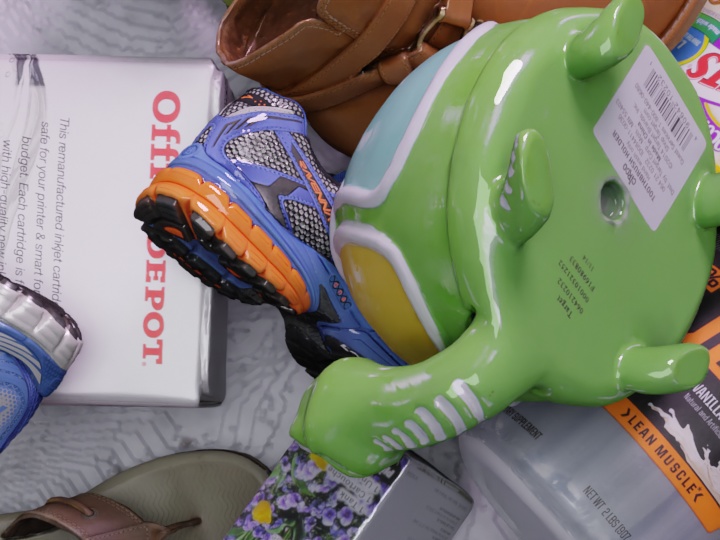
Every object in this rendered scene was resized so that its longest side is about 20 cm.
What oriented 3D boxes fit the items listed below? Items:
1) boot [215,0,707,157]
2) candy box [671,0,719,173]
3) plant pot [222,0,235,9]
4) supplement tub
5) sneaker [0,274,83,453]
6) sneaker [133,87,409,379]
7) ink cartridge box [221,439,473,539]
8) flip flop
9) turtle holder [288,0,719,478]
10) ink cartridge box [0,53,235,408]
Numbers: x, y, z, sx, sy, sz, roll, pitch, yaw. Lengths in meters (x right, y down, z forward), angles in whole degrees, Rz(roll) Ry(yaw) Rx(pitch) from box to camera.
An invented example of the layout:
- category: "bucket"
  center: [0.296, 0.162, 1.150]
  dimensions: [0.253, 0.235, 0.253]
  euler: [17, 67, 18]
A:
- category: "boot"
  center: [0.050, -0.120, 0.830]
  dimensions: [0.200, 0.154, 0.074]
  euler: [-49, 45, 17]
- category: "candy box"
  center: [0.167, -0.074, 0.838]
  dimensions: [0.102, 0.200, 0.026]
  euler: [-39, 127, -1]
- category: "plant pot"
  center: [-0.025, -0.209, 0.864]
  dimensions: [0.200, 0.200, 0.190]
  euler: [40, 100, 6]
- category: "supplement tub"
  center: [0.148, 0.047, 0.840]
  dimensions: [0.200, 0.123, 0.123]
  euler: [-41, 83, -9]
- category: "sneaker"
  center: [-0.213, 0.012, 0.807]
  dimensions: [0.199, 0.079, 0.090]
  euler: [28, 85, 6]
- category: "sneaker"
  center: [0.000, 0.000, 0.842]
  dimensions: [0.075, 0.200, 0.079]
  euler: [14, 68, 47]
- category: "ink cartridge box"
  center: [-0.040, 0.154, 0.848]
  dimensions: [0.050, 0.109, 0.200]
  euler: [35, 87, 23]
- category: "flip flop"
  center: [-0.129, 0.127, 0.884]
  dimensions: [0.199, 0.058, 0.082]
  euler: [-9, 84, 2]
- category: "turtle holder"
  center: [0.055, -0.004, 0.767]
  dimensions: [0.131, 0.141, 0.187]
  euler: [-4, 71, 46]
- category: "ink cartridge box"
  center: [-0.155, -0.016, 0.887]
  dimensions: [0.199, 0.084, 0.146]
  euler: [1, 85, 4]
